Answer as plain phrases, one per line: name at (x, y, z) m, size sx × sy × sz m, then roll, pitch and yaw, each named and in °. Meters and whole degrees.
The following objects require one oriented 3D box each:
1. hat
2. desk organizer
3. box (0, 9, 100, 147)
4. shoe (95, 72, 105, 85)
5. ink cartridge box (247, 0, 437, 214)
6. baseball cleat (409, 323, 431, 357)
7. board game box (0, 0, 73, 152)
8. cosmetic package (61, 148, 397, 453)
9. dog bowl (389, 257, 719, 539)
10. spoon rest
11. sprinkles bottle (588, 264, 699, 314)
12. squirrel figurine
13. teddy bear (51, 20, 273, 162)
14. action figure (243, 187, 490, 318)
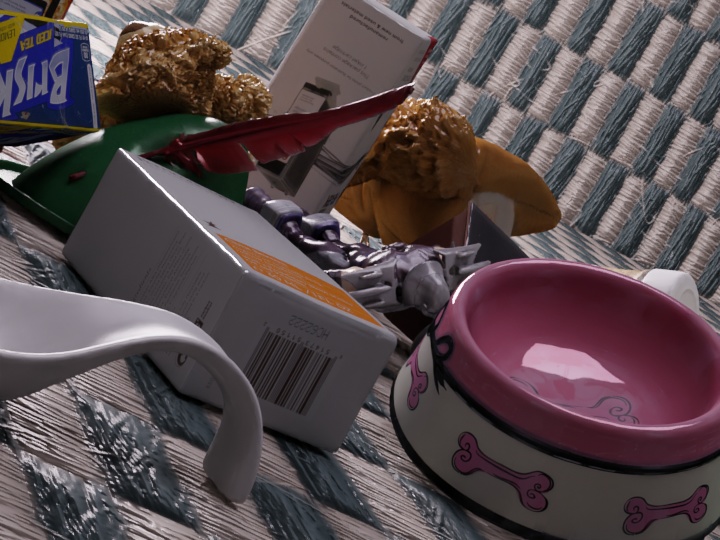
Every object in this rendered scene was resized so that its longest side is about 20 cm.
hat at (-0.099, -0.090, 1.352) m, size 0.200 × 0.176 × 0.166 m, roll 28°, pitch 7°, yaw -5°
desk organizer at (0.111, 0.051, 1.586) m, size 0.200 × 0.077 × 0.072 m, roll 42°, pitch 35°, yaw -26°
box at (-0.229, -0.111, 1.263) m, size 0.064 × 0.070 × 0.200 m, roll -8°, pitch -3°, yaw 27°
shoe at (-0.167, -0.120, 1.634) m, size 0.071 × 0.091 × 0.200 m, roll 27°, pitch 8°, yaw -16°
ink cartridge box at (-0.032, -0.110, 1.670) m, size 0.083 × 0.200 × 0.147 m, roll 33°, pitch 8°, yaw 2°
baseball cleat at (0.073, 0.072, 1.351) m, size 0.106 × 0.070 × 0.200 m, roll -1°, pitch 13°, yaw -37°
board game box at (-0.251, -0.193, 1.381) m, size 0.151 × 0.200 × 0.046 m, roll 28°, pitch -11°, yaw -16°
cosmetic package at (-0.073, 0.012, 1.179) m, size 0.101 × 0.071 × 0.200 m, roll 24°, pitch 8°, yaw -32°
dog bowl at (0.121, 0.067, 1.233) m, size 0.200 × 0.074 × 0.200 m, roll 12°, pitch 32°, yaw -7°
spoon rest at (-0.120, 0.033, 0.905) m, size 0.200 × 0.061 × 0.099 m, roll 26°, pitch 8°, yaw -32°
sprinkles bottle at (0.151, 0.026, 1.678) m, size 0.200 × 0.068 × 0.068 m, roll 6°, pitch -5°, yaw 29°
squirrel figurine at (0.031, -0.080, 1.832) m, size 0.186 × 0.142 × 0.200 m, roll 26°, pitch -22°, yaw 45°
teddy bear at (-0.127, -0.102, 1.442) m, size 0.145 × 0.067 × 0.200 m, roll -11°, pitch -23°, yaw 16°
action figure at (0.000, 0.000, 1.473) m, size 0.130 × 0.070 × 0.200 m, roll 0°, pitch 14°, yaw -37°
